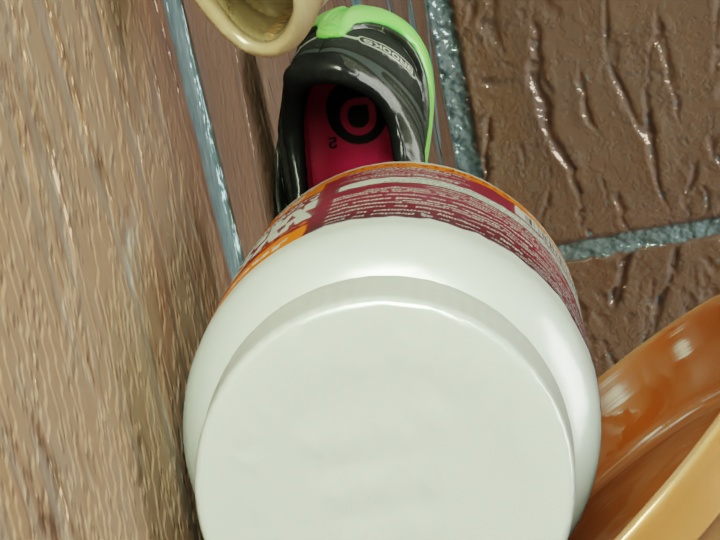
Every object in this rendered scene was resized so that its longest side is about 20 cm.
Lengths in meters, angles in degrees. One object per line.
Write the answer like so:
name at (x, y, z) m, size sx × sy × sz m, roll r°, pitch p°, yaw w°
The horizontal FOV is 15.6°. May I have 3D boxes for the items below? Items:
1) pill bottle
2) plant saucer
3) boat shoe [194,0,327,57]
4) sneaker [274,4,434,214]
pill bottle at (0.010, 0.035, 0.712) m, size 0.200 × 0.109 × 0.110 m, roll -72°, pitch 153°, yaw -81°
plant saucer at (0.057, 0.083, 0.749) m, size 0.032 × 0.200 × 0.200 m, roll 45°, pitch 9°, yaw -5°
boat shoe at (-0.044, -0.143, 0.653) m, size 0.200 × 0.071 × 0.065 m, roll 62°, pitch 38°, yaw -37°
sneaker at (0.000, 0.000, 1.019) m, size 0.084 × 0.077 × 0.201 m, roll -37°, pitch 115°, yaw -66°
